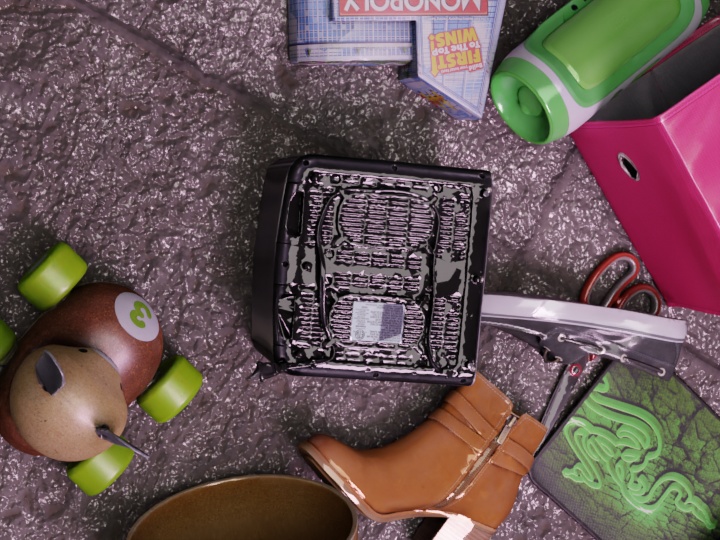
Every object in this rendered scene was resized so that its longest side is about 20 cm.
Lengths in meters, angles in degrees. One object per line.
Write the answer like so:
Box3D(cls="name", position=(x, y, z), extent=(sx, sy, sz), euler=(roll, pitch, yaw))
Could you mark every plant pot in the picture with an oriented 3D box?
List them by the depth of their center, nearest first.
Box3D(cls="plant pot", position=(-0.086, 0.297, 1.408), extent=(0.185, 0.186, 0.201), euler=(-10, 112, -14))

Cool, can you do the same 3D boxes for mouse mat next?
Box3D(cls="mouse mat", position=(0.262, 0.181, 1.561), extent=(0.200, 0.008, 0.161), euler=(42, 83, -16))

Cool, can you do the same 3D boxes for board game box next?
Box3D(cls="board game box", position=(0.042, -0.225, 1.452), extent=(0.199, 0.062, 0.201), euler=(-3, 94, -15))

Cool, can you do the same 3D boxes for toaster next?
Box3D(cls="toaster", position=(0.000, 0.000, 1.426), extent=(0.199, 0.119, 0.182), euler=(4, 92, -16))

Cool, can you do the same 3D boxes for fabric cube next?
Box3D(cls="fabric cube", position=(0.326, -0.094, 1.468), extent=(0.200, 0.196, 0.200), euler=(-33, 103, -11))

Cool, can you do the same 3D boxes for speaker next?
Box3D(cls="speaker", position=(0.203, -0.191, 1.470), extent=(0.200, 0.088, 0.089), euler=(-39, 103, -22))

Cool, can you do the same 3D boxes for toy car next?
Box3D(cls="toy car", position=(-0.211, 0.085, 1.333), extent=(0.164, 0.200, 0.158), euler=(45, 82, -13))

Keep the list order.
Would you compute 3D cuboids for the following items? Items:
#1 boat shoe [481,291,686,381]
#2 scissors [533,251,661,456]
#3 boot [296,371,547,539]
Box3D(cls="boat shoe", position=(0.184, 0.055, 1.496), extent=(0.199, 0.069, 0.057), euler=(9, 91, -7))
Box3D(cls="scissors", position=(0.190, 0.073, 1.538), extent=(0.073, 0.014, 0.200), euler=(44, 84, -16))
Box3D(cls="boot", position=(0.055, 0.148, 1.477), extent=(0.200, 0.074, 0.155), euler=(36, 85, -26))
